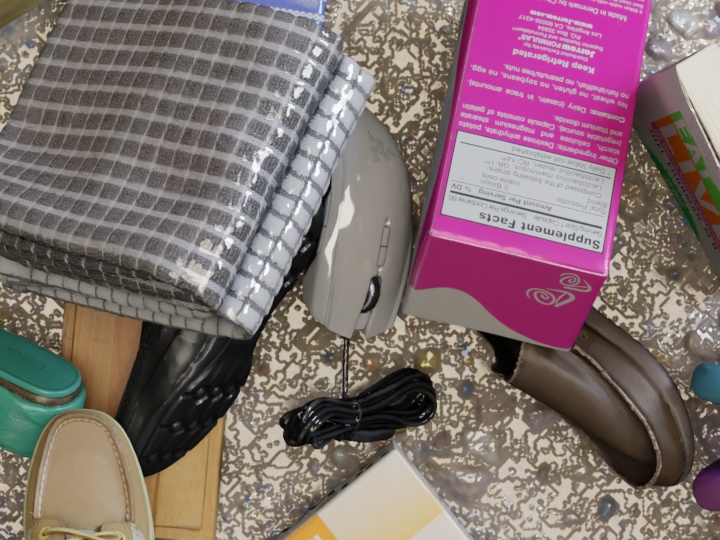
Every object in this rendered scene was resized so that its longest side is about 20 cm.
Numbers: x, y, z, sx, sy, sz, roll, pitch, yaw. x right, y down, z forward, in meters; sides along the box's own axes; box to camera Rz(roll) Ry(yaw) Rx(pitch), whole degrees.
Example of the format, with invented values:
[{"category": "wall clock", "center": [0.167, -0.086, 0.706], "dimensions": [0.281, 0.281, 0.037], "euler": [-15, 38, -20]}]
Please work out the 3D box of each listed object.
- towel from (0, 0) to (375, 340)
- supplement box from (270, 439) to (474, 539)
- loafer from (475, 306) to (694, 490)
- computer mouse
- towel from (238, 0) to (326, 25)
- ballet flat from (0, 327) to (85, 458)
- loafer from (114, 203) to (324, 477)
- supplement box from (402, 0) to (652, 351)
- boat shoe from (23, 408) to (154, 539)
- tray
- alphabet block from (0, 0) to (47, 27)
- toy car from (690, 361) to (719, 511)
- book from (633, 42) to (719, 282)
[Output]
[{"category": "towel", "center": [-0.112, -0.063, 1.224], "dimensions": [0.199, 0.086, 0.166], "euler": [12, 72, 36]}, {"category": "supplement box", "center": [0.033, 0.214, 1.331], "dimensions": [0.126, 0.074, 0.200], "euler": [-39, 91, -1]}, {"category": "loafer", "center": [0.108, 0.054, 1.327], "dimensions": [0.071, 0.073, 0.200], "euler": [-37, 80, -32]}, {"category": "computer mouse", "center": [0.000, 0.000, 1.325], "dimensions": [0.109, 0.044, 0.201], "euler": [0, 88, -41]}, {"category": "towel", "center": [-0.101, -0.102, 1.332], "dimensions": [0.144, 0.024, 0.201], "euler": [10, 77, -1]}, {"category": "ballet flat", "center": [-0.246, 0.045, 1.323], "dimensions": [0.200, 0.067, 0.071], "euler": [33, 122, 17]}, {"category": "loafer", "center": [-0.091, 0.025, 1.288], "dimensions": [0.070, 0.068, 0.201], "euler": [38, 111, 25]}, {"category": "supplement box", "center": [0.093, -0.072, 1.281], "dimensions": [0.103, 0.101, 0.201], "euler": [14, 64, -1]}, {"category": "boat shoe", "center": [-0.144, 0.167, 1.230], "dimensions": [0.074, 0.066, 0.201], "euler": [-3, 74, -7]}, {"category": "tray", "center": [-0.125, 0.053, 1.346], "dimensions": [0.098, 0.037, 0.201], "euler": [5, 89, -2]}, {"category": "alphabet block", "center": [-0.196, -0.265, 1.255], "dimensions": [0.199, 0.196, 0.196], "euler": [-31, 84, -2]}, {"category": "toy car", "center": [0.260, 0.106, 1.287], "dimensions": [0.150, 0.175, 0.201], "euler": [-30, 91, 0]}, {"category": "book", "center": [0.201, -0.055, 1.272], "dimensions": [0.048, 0.200, 0.134], "euler": [-30, 90, -1]}]
